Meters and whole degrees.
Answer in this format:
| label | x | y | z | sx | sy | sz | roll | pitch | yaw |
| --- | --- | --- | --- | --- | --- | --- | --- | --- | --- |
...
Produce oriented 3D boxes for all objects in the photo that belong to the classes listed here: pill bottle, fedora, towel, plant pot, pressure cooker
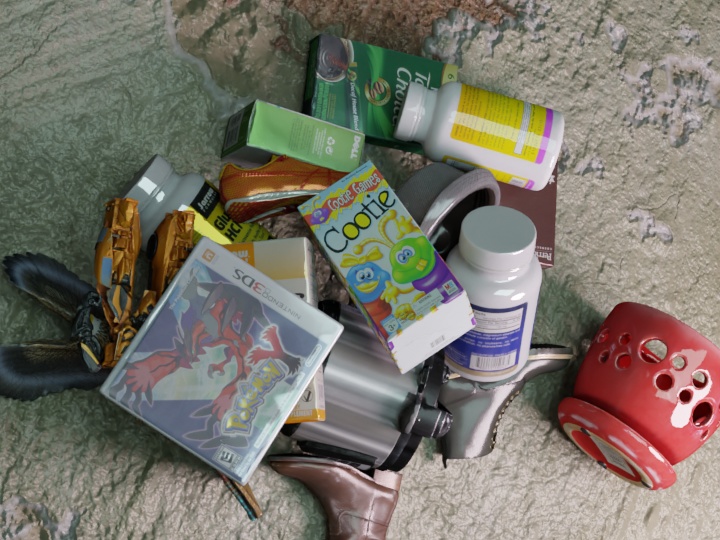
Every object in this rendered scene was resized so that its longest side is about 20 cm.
| label | x | y | z | sx | sy | sz | roll | pitch | yaw |
| --- | --- | --- | --- | --- | --- | --- | --- | --- | --- |
| pill bottle | 0.158 | 0.026 | 1.716 | 0.119 | 0.201 | 0.120 | 2 | 41 | -2 |
| pill bottle | 0.146 | -0.174 | 1.760 | 0.199 | 0.104 | 0.105 | 16 | 77 | -4 |
| pill bottle | -0.188 | -0.041 | 1.655 | 0.200 | 0.112 | 0.113 | 40 | 70 | -15 |
| fedora | 0.086 | -0.054 | 1.744 | 0.090 | 0.201 | 0.176 | 38 | 36 | 26 |
| towel | -0.169 | 0.204 | 1.592 | 0.022 | 0.200 | 0.147 | -37 | 99 | -6 |
| plant pot | 0.365 | 0.168 | 1.832 | 0.200 | 0.200 | 0.183 | 42 | 78 | -14 |
| pressure cooker | 0.015 | 0.143 | 1.674 | 0.199 | 0.179 | 0.177 | 21 | 46 | -11 |

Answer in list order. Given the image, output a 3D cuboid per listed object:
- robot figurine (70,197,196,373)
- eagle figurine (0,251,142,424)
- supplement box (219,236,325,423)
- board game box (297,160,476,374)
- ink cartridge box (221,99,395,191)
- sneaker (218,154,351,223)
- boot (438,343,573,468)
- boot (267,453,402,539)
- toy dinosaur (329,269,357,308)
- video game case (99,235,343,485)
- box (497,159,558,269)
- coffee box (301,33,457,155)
| label | x | y | z | sx | sy | sz | roll | pitch | yaw |
| --- | --- | --- | --- | --- | --- | --- | --- | --- | --- |
| robot figurine | -0.237 | 0.027 | 1.534 | 0.144 | 0.058 | 0.201 | 10 | 77 | -30 |
| eagle figurine | -0.318 | 0.072 | 1.596 | 0.199 | 0.152 | 0.152 | 10 | 34 | 7 |
| supplement box | -0.109 | 0.070 | 1.554 | 0.125 | 0.074 | 0.201 | -6 | 83 | 4 |
| board game box | 0.029 | -0.004 | 1.590 | 0.105 | 0.103 | 0.200 | -33 | 63 | -4 |
| ink cartridge box | -0.060 | -0.144 | 1.729 | 0.199 | 0.104 | 0.060 | 16 | 79 | -21 |
| sneaker | -0.069 | -0.104 | 1.646 | 0.199 | 0.073 | 0.078 | -2 | 63 | -28 |
| boot | 0.182 | 0.171 | 1.821 | 0.199 | 0.077 | 0.139 | -8 | 91 | -11 |
| boot | -0.043 | 0.329 | 1.707 | 0.185 | 0.064 | 0.201 | 14 | 83 | -19 |
| toy dinosaur | 0.000 | 0.000 | 1.769 | 0.200 | 0.047 | 0.088 | 47 | 52 | -13 |
| video game case | -0.145 | 0.094 | 1.487 | 0.182 | 0.023 | 0.201 | 33 | 78 | 1 |
| box | 0.200 | -0.104 | 1.855 | 0.100 | 0.075 | 0.201 | 6 | 83 | -22 |
| coffee box | 0.026 | -0.223 | 1.808 | 0.199 | 0.044 | 0.124 | 11 | 79 | -22 |
